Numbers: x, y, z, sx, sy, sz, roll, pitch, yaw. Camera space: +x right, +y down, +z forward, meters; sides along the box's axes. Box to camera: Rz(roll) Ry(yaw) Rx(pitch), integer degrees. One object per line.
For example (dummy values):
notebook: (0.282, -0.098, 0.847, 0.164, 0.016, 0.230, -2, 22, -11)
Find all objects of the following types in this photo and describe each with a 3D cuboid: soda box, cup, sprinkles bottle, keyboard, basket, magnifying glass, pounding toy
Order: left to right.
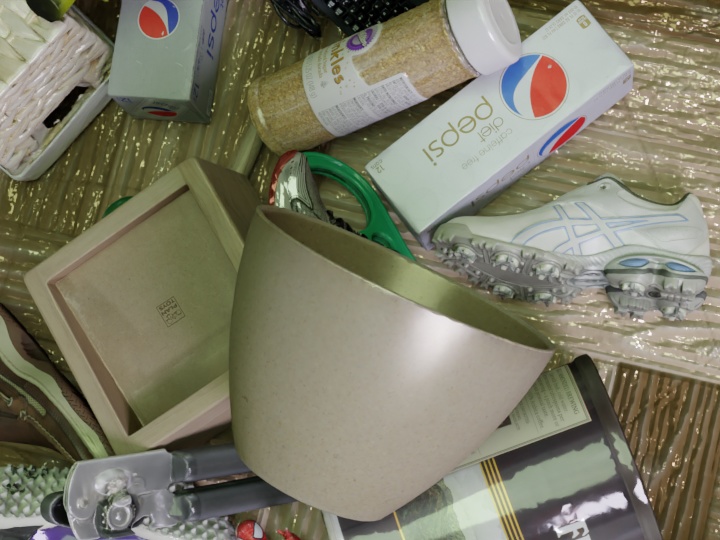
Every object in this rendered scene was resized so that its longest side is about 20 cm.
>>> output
basket: (-0.298, -0.187, 1.138, 0.200, 0.123, 0.136, 42, 88, 13)
soda box: (-0.142, -0.219, 1.151, 0.068, 0.063, 0.201, 5, 80, 10)
pounding toy: (-0.118, 0.006, 1.081, 0.184, 0.142, 0.200, -33, 77, 12)
keyboard: (-0.031, -0.214, 1.093, 0.200, 0.040, 0.104, 42, 131, -14)
cup: (-0.001, 0.066, 0.903, 0.200, 0.200, 0.143, 27, 96, 13)
sprinkles bottle: (0.016, -0.146, 1.079, 0.200, 0.068, 0.068, -22, 76, 25)
magnifying glass: (0.019, -0.011, 1.090, 0.200, 0.080, 0.022, 43, 128, 6)
soda box: (0.104, -0.105, 1.091, 0.200, 0.064, 0.068, -38, 76, 1)

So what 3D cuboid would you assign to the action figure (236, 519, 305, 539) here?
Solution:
action figure: (-0.028, 0.251, 1.026, 0.065, 0.099, 0.200, -40, 73, -2)

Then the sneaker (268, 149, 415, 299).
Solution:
sneaker: (0.000, 0.000, 1.032, 0.082, 0.078, 0.200, -26, 111, 14)

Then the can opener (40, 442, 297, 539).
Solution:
can opener: (-0.125, 0.148, 1.035, 0.067, 0.200, 0.053, -4, 89, 50)

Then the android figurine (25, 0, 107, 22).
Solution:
android figurine: (-0.206, -0.273, 1.091, 0.182, 0.041, 0.200, 26, 61, 6)

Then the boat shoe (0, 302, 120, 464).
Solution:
boat shoe: (-0.245, 0.103, 1.085, 0.075, 0.075, 0.202, -42, 53, -9)

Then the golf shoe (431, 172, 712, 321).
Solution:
golf shoe: (0.154, -0.026, 1.072, 0.199, 0.078, 0.097, 9, 67, 3)

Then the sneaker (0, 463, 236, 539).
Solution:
sneaker: (-0.193, 0.202, 1.078, 0.200, 0.070, 0.100, 9, 118, -9)

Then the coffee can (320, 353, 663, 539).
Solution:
coffee can: (0.087, 0.159, 0.999, 0.200, 0.146, 0.147, -21, 76, 5)
